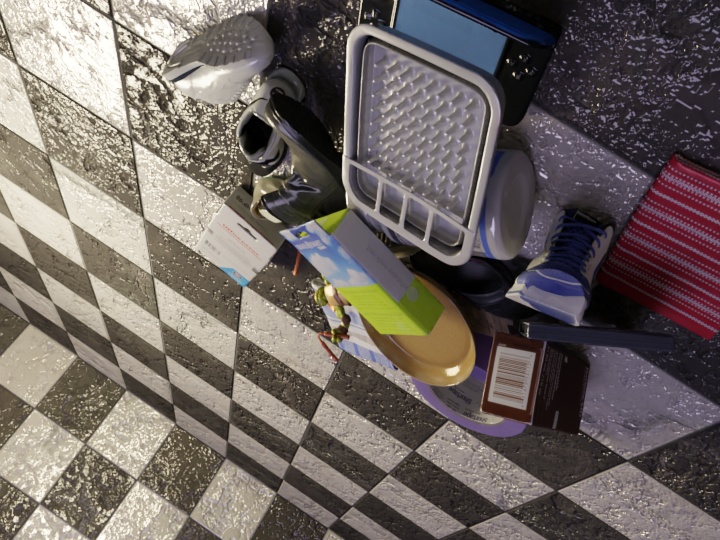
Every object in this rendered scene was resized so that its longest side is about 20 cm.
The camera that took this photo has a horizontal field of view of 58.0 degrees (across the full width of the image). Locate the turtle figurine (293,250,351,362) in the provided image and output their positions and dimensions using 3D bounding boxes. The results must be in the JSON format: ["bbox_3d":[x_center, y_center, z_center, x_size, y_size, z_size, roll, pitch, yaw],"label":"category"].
[{"bbox_3d":[-0.023,0.042,1.047,0.159,0.064,0.206,-12,94,44],"label":"turtle figurine"}]

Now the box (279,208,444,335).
[{"bbox_3d":[0.000,0.000,0.806,0.200,0.048,0.121,45,158,-18],"label":"box"}]

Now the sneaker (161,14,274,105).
[{"bbox_3d":[-0.162,-0.251,0.803,0.196,0.078,0.080,8,153,45],"label":"sneaker"}]

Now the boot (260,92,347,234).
[{"bbox_3d":[-0.079,-0.114,0.808,0.129,0.069,0.199,-31,136,22],"label":"boot"}]

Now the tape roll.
[{"bbox_3d":[0.179,0.163,1.009,0.196,0.086,0.202,25,149,16],"label":"tape roll"}]

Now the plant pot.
[{"bbox_3d":[0.079,0.073,0.905,0.196,0.027,0.204,26,138,25],"label":"plant pot"}]

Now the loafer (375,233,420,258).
[{"bbox_3d":[0.025,-0.045,0.891,0.196,0.078,0.068,-8,155,42],"label":"loafer"}]

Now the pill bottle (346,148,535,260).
[{"bbox_3d":[0.087,-0.082,0.733,0.195,0.115,0.115,11,143,34],"label":"pill bottle"}]

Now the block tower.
[{"bbox_3d":[0.135,0.042,0.917,0.195,0.055,0.059,12,144,35],"label":"block tower"}]

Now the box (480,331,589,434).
[{"bbox_3d":[0.232,0.151,0.845,0.073,0.103,0.198,7,170,34],"label":"box"}]

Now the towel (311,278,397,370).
[{"bbox_3d":[-0.007,0.099,1.164,0.143,0.024,0.203,17,145,30],"label":"towel"}]

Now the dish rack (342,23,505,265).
[{"bbox_3d":[0.058,-0.120,0.614,0.170,0.043,0.204,34,143,27],"label":"dish rack"}]

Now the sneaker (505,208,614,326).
[{"bbox_3d":[0.214,-0.011,0.687,0.079,0.118,0.199,21,-176,19],"label":"sneaker"}]

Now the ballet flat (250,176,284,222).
[{"bbox_3d":[-0.087,-0.095,0.934,0.196,0.070,0.070,5,139,40],"label":"ballet flat"}]

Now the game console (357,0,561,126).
[{"bbox_3d":[0.067,-0.203,0.583,0.196,0.120,0.172,29,149,10],"label":"game console"}]

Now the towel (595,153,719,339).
[{"bbox_3d":[0.340,-0.017,0.666,0.142,0.023,0.202,29,147,15],"label":"towel"}]

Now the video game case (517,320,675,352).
[{"bbox_3d":[0.252,0.071,0.732,0.138,0.020,0.200,4,176,11],"label":"video game case"}]

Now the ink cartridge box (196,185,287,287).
[{"bbox_3d":[-0.193,-0.059,1.084,0.115,0.067,0.199,41,149,-10],"label":"ink cartridge box"}]

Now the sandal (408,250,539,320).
[{"bbox_3d":[0.146,0.010,0.832,0.196,0.078,0.048,21,-168,23],"label":"sandal"}]

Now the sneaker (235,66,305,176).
[{"bbox_3d":[-0.136,-0.173,0.855,0.073,0.090,0.201,32,151,-2],"label":"sneaker"}]
